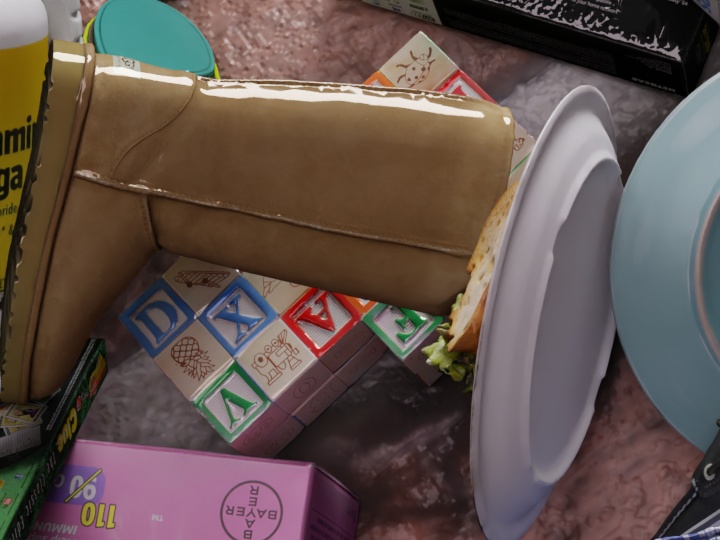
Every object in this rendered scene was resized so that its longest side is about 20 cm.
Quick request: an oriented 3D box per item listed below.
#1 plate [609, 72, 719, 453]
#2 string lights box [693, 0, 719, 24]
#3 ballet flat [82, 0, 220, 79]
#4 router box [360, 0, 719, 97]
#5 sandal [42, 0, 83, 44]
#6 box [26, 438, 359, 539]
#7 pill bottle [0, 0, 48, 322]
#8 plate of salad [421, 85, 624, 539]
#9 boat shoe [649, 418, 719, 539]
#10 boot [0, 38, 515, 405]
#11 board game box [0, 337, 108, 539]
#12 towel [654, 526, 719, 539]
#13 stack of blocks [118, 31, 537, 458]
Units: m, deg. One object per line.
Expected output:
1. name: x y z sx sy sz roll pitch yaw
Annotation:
1. plate: 0.208 -0.001 0.936 0.200 0.026 0.201 -1 97 -7
2. string lights box: 0.132 -0.221 0.995 0.103 0.059 0.200 -42 69 -4
3. ballet flat: -0.092 -0.069 1.033 0.067 0.067 0.200 -2 27 -24
4. router box: 0.093 -0.185 1.052 0.200 0.051 0.149 19 78 17
5. sandal: -0.161 -0.102 1.051 0.050 0.082 0.203 -5 96 -10
6. box: -0.107 0.183 0.970 0.175 0.097 0.200 5 76 14
7. pill bottle: -0.200 -0.074 0.982 0.112 0.112 0.200 9 108 16
8. plate of salad: 0.073 0.018 0.920 0.048 0.200 0.200 10 77 19
9. boat shoe: 0.181 0.078 0.905 0.200 0.069 0.057 -48 59 43
10. boot: -0.049 -0.006 0.926 0.200 0.066 0.175 10 116 -12
11. board game box: -0.184 0.087 0.919 0.105 0.024 0.200 4 30 9
12. towel: 0.112 0.164 0.909 0.200 0.145 0.024 -12 41 10
13. stack of blocks: 0.000 0.000 1.016 0.200 0.059 0.115 -43 69 -1
